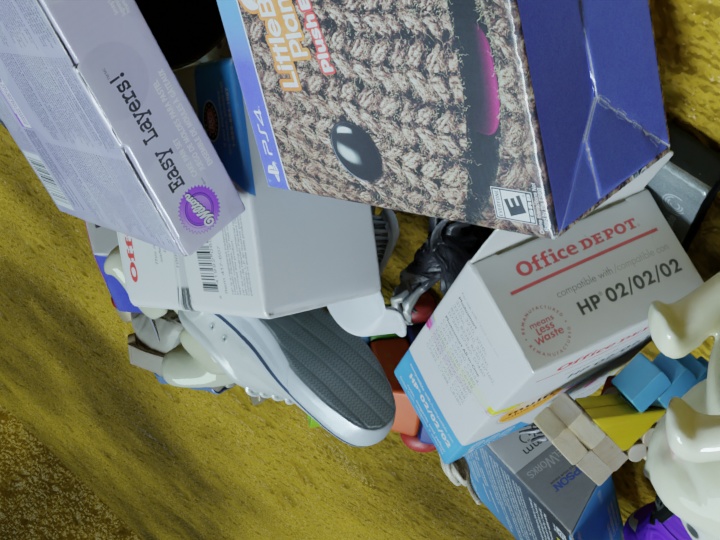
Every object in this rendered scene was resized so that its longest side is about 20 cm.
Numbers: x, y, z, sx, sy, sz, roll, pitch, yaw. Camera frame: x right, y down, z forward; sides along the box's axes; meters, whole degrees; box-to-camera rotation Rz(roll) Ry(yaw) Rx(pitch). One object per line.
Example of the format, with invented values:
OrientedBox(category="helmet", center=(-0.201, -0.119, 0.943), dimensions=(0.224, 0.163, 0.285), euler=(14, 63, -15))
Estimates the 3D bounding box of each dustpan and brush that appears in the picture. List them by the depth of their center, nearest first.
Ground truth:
OrientedBox(category="dustpan and brush", center=(0.000, 0.000, 0.910), dimensions=(0.200, 0.057, 0.141), euler=(112, 141, -62))

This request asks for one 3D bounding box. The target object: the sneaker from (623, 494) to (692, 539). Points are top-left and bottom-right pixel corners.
OrientedBox(category="sneaker", center=(0.236, 0.156, 0.927), dimensions=(0.100, 0.069, 0.200), euler=(57, 156, -7))

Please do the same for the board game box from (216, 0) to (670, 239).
OrientedBox(category="board game box", center=(0.032, -0.120, 0.656), dimensions=(0.199, 0.097, 0.161), euler=(13, 126, 45))

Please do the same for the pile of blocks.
OrientedBox(category="pile of blocks", center=(0.180, 0.066, 0.750), dimensions=(0.062, 0.198, 0.083), euler=(-132, 48, -58))

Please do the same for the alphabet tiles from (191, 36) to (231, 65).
OrientedBox(category="alphabet tiles", center=(-0.139, -0.120, 0.964), dimensions=(0.199, 0.006, 0.168), euler=(32, 112, 22))

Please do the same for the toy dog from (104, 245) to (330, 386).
OrientedBox(category="toy dog", center=(-0.115, -0.012, 1.079), dimensions=(0.192, 0.140, 0.201), euler=(12, 143, 35))

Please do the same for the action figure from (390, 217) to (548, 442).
OrientedBox(category="action figure", center=(0.074, 0.034, 0.901), dimensions=(0.200, 0.101, 0.119), euler=(51, -162, -35))

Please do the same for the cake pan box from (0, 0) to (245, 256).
OrientedBox(category="cake pan box", center=(-0.162, -0.105, 0.753), dimensions=(0.184, 0.052, 0.201), euler=(18, 141, 57))

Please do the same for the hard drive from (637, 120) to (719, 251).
OrientedBox(category="hard drive", center=(0.103, -0.070, 0.773), dimensions=(0.199, 0.033, 0.140), euler=(35, 156, 15))

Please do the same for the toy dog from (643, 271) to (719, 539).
OrientedBox(category="toy dog", center=(0.218, 0.059, 0.638), dimensions=(0.192, 0.140, 0.200), euler=(14, 132, -29))

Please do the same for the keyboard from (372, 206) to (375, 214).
OrientedBox(category="keyboard", center=(0.009, -0.074, 0.896), dimensions=(0.011, 0.057, 0.201), euler=(-2, 152, -3))

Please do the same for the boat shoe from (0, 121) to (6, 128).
OrientedBox(category="boat shoe", center=(-0.282, -0.171, 1.174), dimensions=(0.062, 0.071, 0.201), euler=(34, 152, 10))

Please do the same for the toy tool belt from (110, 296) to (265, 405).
OrientedBox(category="toy tool belt", center=(-0.170, 0.074, 1.355), dimensions=(0.199, 0.125, 0.124), euler=(7, 131, 54))

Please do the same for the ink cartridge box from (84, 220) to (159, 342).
OrientedBox(category="ink cartridge box", center=(-0.226, -0.036, 1.233), dimensions=(0.095, 0.037, 0.201), euler=(81, 168, -57))

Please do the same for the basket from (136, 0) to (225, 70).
OrientedBox(category="basket", center=(-0.179, -0.236, 0.815), dimensions=(0.199, 0.136, 0.181), euler=(33, 160, 28))

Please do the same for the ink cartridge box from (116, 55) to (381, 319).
OrientedBox(category="ink cartridge box", center=(-0.081, -0.052, 0.842), dimensions=(0.199, 0.084, 0.148), euler=(3, 103, 58))

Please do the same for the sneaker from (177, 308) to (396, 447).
OrientedBox(category="sneaker", center=(-0.054, 0.061, 0.963), dimensions=(0.200, 0.073, 0.071), euler=(43, 134, 27))

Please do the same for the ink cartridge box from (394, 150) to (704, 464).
OrientedBox(category="ink cartridge box", center=(0.102, 0.026, 0.727), dimensions=(0.068, 0.114, 0.200), euler=(61, 158, 16))

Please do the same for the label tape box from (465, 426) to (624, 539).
OrientedBox(category="label tape box", center=(0.153, 0.180, 1.026), dimensions=(0.200, 0.063, 0.145), euler=(46, 165, 41))

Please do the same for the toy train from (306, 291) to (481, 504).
OrientedBox(category="toy train", center=(0.011, 0.098, 0.995), dimensions=(0.201, 0.114, 0.085), euler=(-106, 18, -53))
